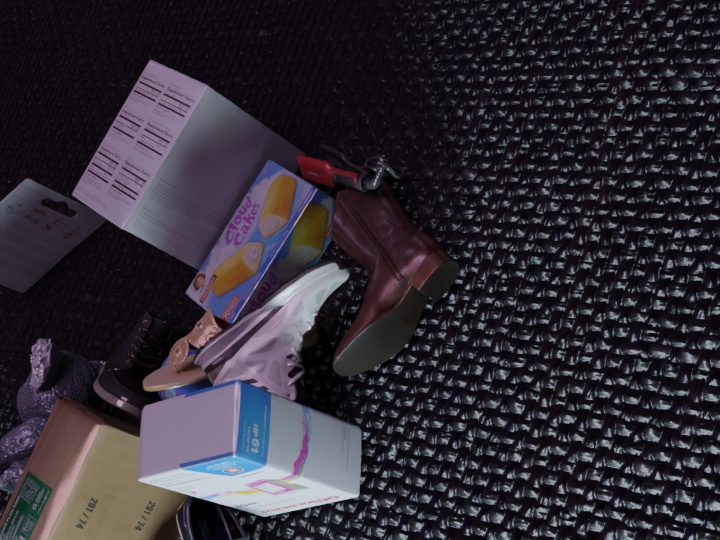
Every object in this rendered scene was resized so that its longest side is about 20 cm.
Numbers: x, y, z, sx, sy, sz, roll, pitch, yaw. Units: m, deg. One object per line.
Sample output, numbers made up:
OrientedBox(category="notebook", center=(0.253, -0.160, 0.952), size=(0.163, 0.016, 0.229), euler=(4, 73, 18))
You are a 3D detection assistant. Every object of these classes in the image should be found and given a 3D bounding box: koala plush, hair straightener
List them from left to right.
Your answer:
OrientedBox(category="koala plush", center=(-0.394, 0.196, 1.604), size=(0.183, 0.177, 0.201), euler=(7, 72, 32))
OrientedBox(category="hair straightener", center=(-0.003, -0.128, 1.478), size=(0.077, 0.041, 0.200), euler=(-28, 18, -21))

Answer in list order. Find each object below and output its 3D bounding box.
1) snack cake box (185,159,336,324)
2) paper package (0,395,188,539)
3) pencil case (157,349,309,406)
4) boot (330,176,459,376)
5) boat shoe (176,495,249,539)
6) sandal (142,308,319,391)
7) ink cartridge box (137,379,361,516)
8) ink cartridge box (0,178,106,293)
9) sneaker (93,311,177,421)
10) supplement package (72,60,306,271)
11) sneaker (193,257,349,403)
OrientedBox(category="snack cake box", center=(-0.116, -0.023, 1.532), size=(0.115, 0.067, 0.201), euler=(33, 91, 45))
OrientedBox(category="paper package", center=(-0.301, 0.272, 1.451), size=(0.103, 0.190, 0.201), euler=(19, 82, 46))
OrientedBox(category="pencil case", center=(-0.153, 0.139, 1.469), size=(0.199, 0.078, 0.087), euler=(5, 57, 44))
OrientedBox(category="boot", center=(0.000, 0.000, 1.418), size=(0.186, 0.064, 0.200), euler=(-43, 47, 3))
OrientedBox(category="boat shoe", center=(-0.145, 0.321, 1.348), size=(0.200, 0.074, 0.062), euler=(59, 150, 31))
OrientedBox(category="sandal", center=(-0.155, 0.073, 1.433), size=(0.210, 0.070, 0.078), euler=(-15, 18, -11))
OrientedBox(category="ink cartridge box", center=(-0.113, 0.193, 1.321), size=(0.144, 0.200, 0.085), euler=(-18, 60, 35))
OrientedBox(category="ink cartridge box", center=(-0.495, -0.060, 1.825), size=(0.200, 0.162, 0.057), euler=(-41, 51, 18))
OrientedBox(category="sneaker", center=(-0.276, 0.114, 1.559), size=(0.107, 0.075, 0.200), euler=(-56, 20, 1))
OrientedBox(category="supplement package", center=(-0.217, -0.123, 1.586), size=(0.147, 0.191, 0.201), euler=(29, 88, 45))
OrientedBox(category="sneaker", center=(-0.073, 0.081, 1.370), size=(0.200, 0.076, 0.116), euler=(-37, 85, -3))
